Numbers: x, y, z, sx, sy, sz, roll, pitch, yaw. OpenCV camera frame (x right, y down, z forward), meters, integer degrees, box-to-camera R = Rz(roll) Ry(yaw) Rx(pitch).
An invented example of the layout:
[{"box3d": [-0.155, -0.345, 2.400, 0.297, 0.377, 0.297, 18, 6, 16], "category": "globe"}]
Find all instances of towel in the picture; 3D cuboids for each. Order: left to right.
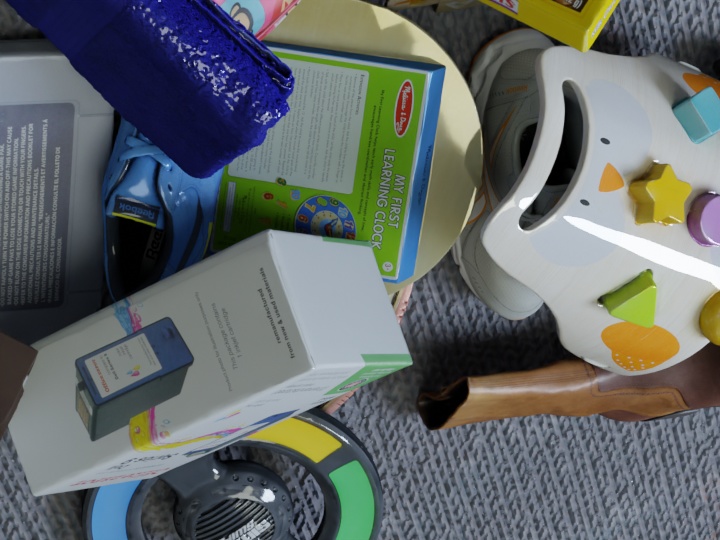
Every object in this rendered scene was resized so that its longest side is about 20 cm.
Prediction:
[{"box3d": [-0.127, -0.139, 1.136, 0.200, 0.148, 0.050, 45, 71, -10], "category": "towel"}]

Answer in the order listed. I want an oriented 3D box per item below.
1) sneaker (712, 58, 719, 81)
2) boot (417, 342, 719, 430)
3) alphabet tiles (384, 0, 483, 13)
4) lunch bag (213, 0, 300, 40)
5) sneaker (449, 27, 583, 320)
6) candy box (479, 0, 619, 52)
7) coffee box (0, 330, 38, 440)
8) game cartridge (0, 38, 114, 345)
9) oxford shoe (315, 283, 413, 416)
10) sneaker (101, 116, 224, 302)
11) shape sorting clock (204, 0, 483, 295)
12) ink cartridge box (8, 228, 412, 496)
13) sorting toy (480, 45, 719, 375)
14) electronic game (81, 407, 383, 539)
[{"box3d": [0.234, -0.059, 1.420, 0.098, 0.071, 0.201, 15, 116, -21], "category": "sneaker"}, {"box3d": [0.157, 0.063, 1.415, 0.199, 0.188, 0.069, -1, 80, -23], "category": "boot"}, {"box3d": [0.099, -0.177, 1.222, 0.166, 0.200, 0.006, -11, 87, -4], "category": "alphabet tiles"}, {"box3d": [-0.075, -0.239, 1.154, 0.176, 0.082, 0.200, -48, 129, -20], "category": "lunch bag"}, {"box3d": [0.105, -0.046, 1.356, 0.075, 0.092, 0.201, -11, 122, -16], "category": "sneaker"}, {"box3d": [0.056, -0.199, 1.115, 0.102, 0.200, 0.026, -55, 164, -24], "category": "candy box"}, {"box3d": [-0.272, 0.094, 1.203, 0.114, 0.080, 0.200, 29, 141, -11], "category": "coffee box"}, {"box3d": [-0.215, -0.042, 1.254, 0.133, 0.041, 0.201, -6, 120, -25], "category": "game cartridge"}, {"box3d": [0.000, 0.000, 1.364, 0.074, 0.071, 0.200, 24, 106, -10], "category": "oxford shoe"}, {"box3d": [-0.112, -0.072, 1.237, 0.066, 0.078, 0.201, 14, 108, 10], "category": "sneaker"}, {"box3d": [-0.025, -0.070, 1.291, 0.199, 0.039, 0.201, 1, 111, 4], "category": "shape sorting clock"}, {"box3d": [-0.092, 0.055, 1.246, 0.200, 0.088, 0.145, -23, 170, 21], "category": "ink cartridge box"}, {"box3d": [0.155, -0.047, 1.279, 0.180, 0.107, 0.201, 20, 86, -34], "category": "sorting toy"}, {"box3d": [-0.084, 0.160, 1.402, 0.199, 0.042, 0.200, -4, 126, -6], "category": "electronic game"}]
